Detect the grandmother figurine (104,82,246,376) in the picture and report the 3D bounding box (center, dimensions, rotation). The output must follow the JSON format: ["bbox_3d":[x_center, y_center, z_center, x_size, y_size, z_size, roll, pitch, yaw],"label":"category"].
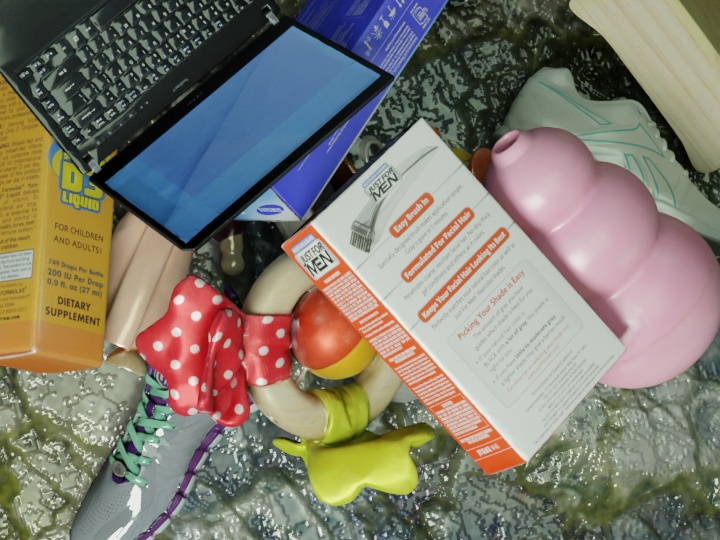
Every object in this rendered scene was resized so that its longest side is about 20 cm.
[{"bbox_3d":[-0.133,-0.031,1.264,0.121,0.061,0.201,21,87,-7],"label":"grandmother figurine"}]

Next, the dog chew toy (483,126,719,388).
[{"bbox_3d":[0.155,-0.015,1.244,0.125,0.124,0.200,-45,113,-8],"label":"dog chew toy"}]

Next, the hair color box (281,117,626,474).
[{"bbox_3d":[0.060,0.017,1.178,0.200,0.064,0.111,49,64,-5],"label":"hair color box"}]

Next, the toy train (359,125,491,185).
[{"bbox_3d":[0.072,-0.008,1.258,0.055,0.150,0.201,-19,91,26],"label":"toy train"}]

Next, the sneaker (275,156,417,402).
[{"bbox_3d":[0.000,0.000,1.269,0.073,0.085,0.201,-34,96,-28],"label":"sneaker"}]

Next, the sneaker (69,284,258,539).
[{"bbox_3d":[-0.137,0.100,1.240,0.200,0.074,0.088,-51,140,-14],"label":"sneaker"}]

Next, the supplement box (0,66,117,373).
[{"bbox_3d":[-0.206,-0.037,1.221,0.066,0.068,0.202,16,70,-50],"label":"supplement box"}]

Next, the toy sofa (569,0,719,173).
[{"bbox_3d":[0.237,-0.168,1.294,0.200,0.097,0.083,46,44,-27],"label":"toy sofa"}]

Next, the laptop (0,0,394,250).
[{"bbox_3d":[-0.116,-0.139,1.167,0.177,0.103,0.200,-41,100,-17],"label":"laptop"}]

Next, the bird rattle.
[{"bbox_3d":[-0.038,0.055,1.211,0.200,0.112,0.164,41,70,-20],"label":"bird rattle"}]

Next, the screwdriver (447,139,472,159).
[{"bbox_3d":[0.138,-0.029,1.331,0.199,0.028,0.029,33,113,-6],"label":"screwdriver"}]

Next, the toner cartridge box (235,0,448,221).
[{"bbox_3d":[-0.028,-0.123,1.238,0.043,0.095,0.201,46,65,-30],"label":"toner cartridge box"}]

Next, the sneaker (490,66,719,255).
[{"bbox_3d":[0.195,-0.077,1.320,0.199,0.070,0.081,29,76,-10],"label":"sneaker"}]
